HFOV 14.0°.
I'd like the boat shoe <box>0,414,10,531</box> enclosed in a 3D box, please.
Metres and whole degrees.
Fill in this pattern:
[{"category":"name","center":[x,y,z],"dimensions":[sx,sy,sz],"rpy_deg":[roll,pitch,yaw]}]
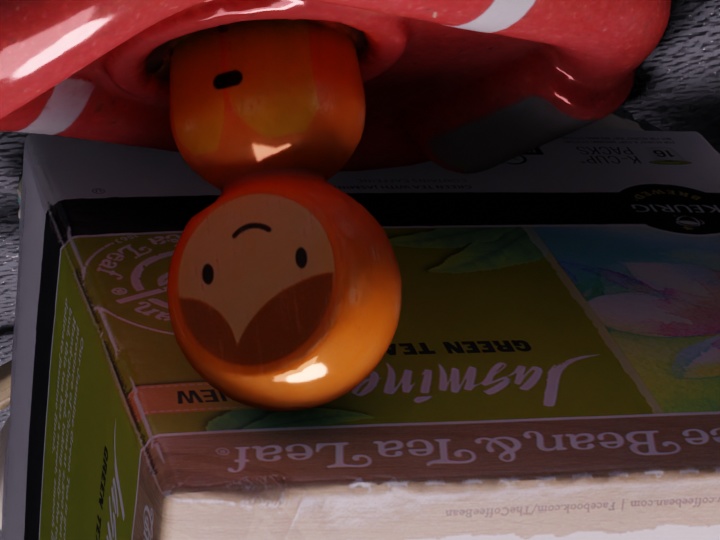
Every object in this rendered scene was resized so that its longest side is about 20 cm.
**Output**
[{"category":"boat shoe","center":[-0.013,0.040,0.912],"dimensions":[0.200,0.075,0.093],"rpy_deg":[-28,-155,-23]}]

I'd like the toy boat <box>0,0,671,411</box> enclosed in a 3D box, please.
[{"category":"toy boat","center":[-0.022,-0.033,0.650],"dimensions":[0.200,0.131,0.130],"rpy_deg":[6,161,-39]}]

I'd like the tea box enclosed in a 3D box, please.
[{"category":"tea box","center":[0.021,0.060,0.752],"dimensions":[0.200,0.134,0.197],"rpy_deg":[-2,-153,-17]}]

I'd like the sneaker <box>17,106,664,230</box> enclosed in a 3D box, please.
[{"category":"sneaker","center":[0.000,0.000,0.873],"dimensions":[0.200,0.086,0.078],"rpy_deg":[-9,165,8]}]

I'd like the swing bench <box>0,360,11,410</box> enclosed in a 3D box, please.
[{"category":"swing bench","center":[-0.219,0.079,1.002],"dimensions":[0.200,0.130,0.199],"rpy_deg":[-11,165,20]}]
